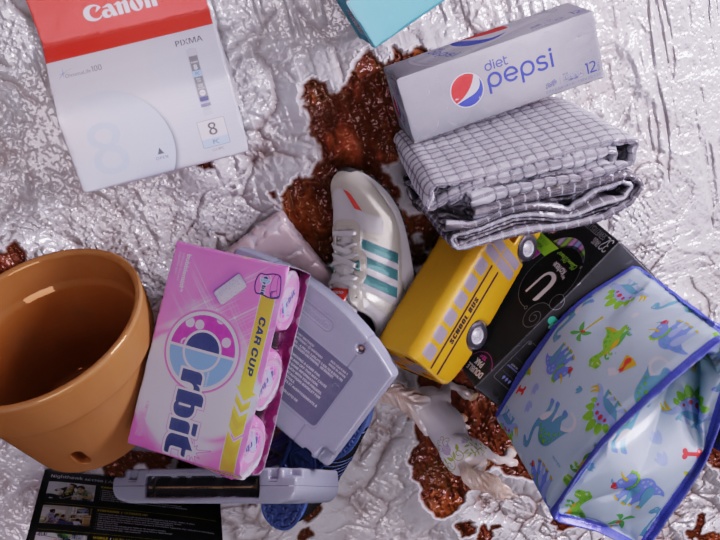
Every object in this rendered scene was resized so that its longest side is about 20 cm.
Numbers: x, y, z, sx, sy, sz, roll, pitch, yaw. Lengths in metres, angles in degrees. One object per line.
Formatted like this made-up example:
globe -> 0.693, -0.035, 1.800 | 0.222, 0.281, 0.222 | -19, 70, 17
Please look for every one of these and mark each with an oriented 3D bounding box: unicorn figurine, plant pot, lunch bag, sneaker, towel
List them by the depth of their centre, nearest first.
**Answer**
lunch bag -> 0.232, 0.109, 0.766 | 0.127, 0.170, 0.201 | 22, 105, -18
plant pot -> -0.279, 0.096, 0.828 | 0.199, 0.200, 0.140 | -18, 132, -3
towel -> 0.143, -0.092, 0.833 | 0.199, 0.166, 0.086 | -15, 118, -4
sneaker -> 0.000, 0.000, 0.870 | 0.093, 0.070, 0.200 | -31, 114, -35
towel -> -0.105, 0.063, 0.922 | 0.200, 0.032, 0.191 | -37, 115, 6
unicorn figurine -> 0.088, 0.169, 0.960 | 0.137, 0.200, 0.074 | 13, 107, -44
sneaker -> -0.041, 0.196, 0.964 | 0.070, 0.078, 0.200 | 37, 109, 12

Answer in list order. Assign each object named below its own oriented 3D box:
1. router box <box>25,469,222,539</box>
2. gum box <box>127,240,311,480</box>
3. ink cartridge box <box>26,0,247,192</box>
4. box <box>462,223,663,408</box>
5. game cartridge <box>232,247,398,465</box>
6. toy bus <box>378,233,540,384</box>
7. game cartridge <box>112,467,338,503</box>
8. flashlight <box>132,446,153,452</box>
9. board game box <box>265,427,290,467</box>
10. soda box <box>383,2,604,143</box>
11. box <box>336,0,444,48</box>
router box -> -0.248, 0.284, 0.923 | 0.199, 0.149, 0.051 | 11, 110, -15
gum box -> -0.130, 0.084, 0.799 | 0.113, 0.066, 0.201 | 13, 88, 16
ink cartridge box -> -0.204, -0.186, 0.790 | 0.159, 0.047, 0.201 | -15, 116, -4
box -> 0.203, 0.049, 0.911 | 0.124, 0.149, 0.200 | 38, 101, -24
game cartridge -> -0.067, 0.074, 0.842 | 0.200, 0.041, 0.133 | 39, 103, 12
toy bus -> 0.102, 0.015, 0.876 | 0.078, 0.065, 0.200 | 43, 72, -37
game cartridge -> -0.131, 0.220, 0.887 | 0.199, 0.042, 0.133 | -5, 161, 19
flashlight -> -0.218, 0.171, 0.889 | 0.199, 0.068, 0.068 | 2, 113, 14
board game box -> -0.127, 0.141, 0.913 | 0.158, 0.039, 0.200 | 21, 108, -18
soda box -> 0.128, -0.193, 0.842 | 0.199, 0.063, 0.068 | -20, 116, -2
box -> 0.075, -0.282, 0.785 | 0.200, 0.082, 0.049 | -34, 113, 4
